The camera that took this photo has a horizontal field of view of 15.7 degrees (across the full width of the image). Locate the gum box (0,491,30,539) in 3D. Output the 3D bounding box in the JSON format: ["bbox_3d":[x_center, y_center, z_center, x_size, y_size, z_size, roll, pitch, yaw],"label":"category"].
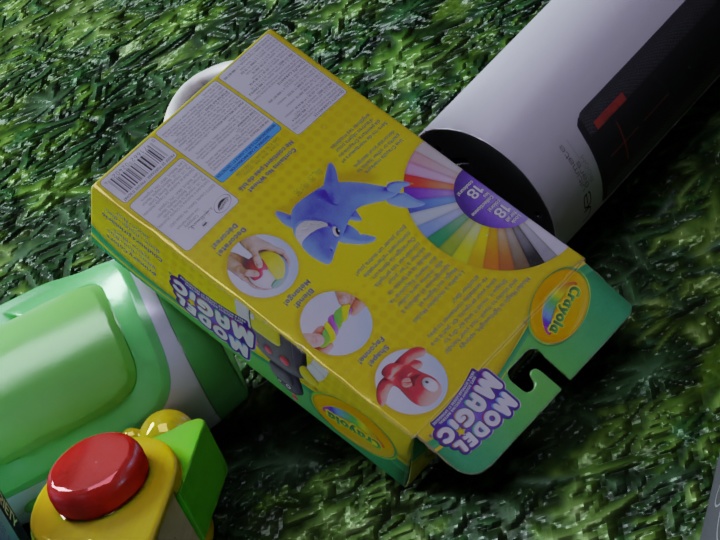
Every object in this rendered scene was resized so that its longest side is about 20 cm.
[{"bbox_3d":[-0.246,0.108,1.039,0.199,0.170,0.045,-19,32,11],"label":"gum box"}]

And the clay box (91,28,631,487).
[{"bbox_3d":[0.000,0.000,1.072,0.200,0.048,0.115,38,61,16],"label":"clay box"}]

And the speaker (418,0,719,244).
[{"bbox_3d":[0.108,-0.089,1.162,0.081,0.081,0.200,10,46,44],"label":"speaker"}]

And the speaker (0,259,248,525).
[{"bbox_3d":[-0.152,0.065,1.118,0.199,0.089,0.089,-26,31,-1],"label":"speaker"}]

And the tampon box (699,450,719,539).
[{"bbox_3d":[0.193,0.046,0.795,0.150,0.126,0.200,-60,6,41],"label":"tampon box"}]

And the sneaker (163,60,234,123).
[{"bbox_3d":[-0.034,-0.030,1.156,0.075,0.105,0.200,-28,32,-8],"label":"sneaker"}]

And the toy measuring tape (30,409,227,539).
[{"bbox_3d":[-0.103,0.124,1.011,0.073,0.074,0.200,-12,33,21],"label":"toy measuring tape"}]
